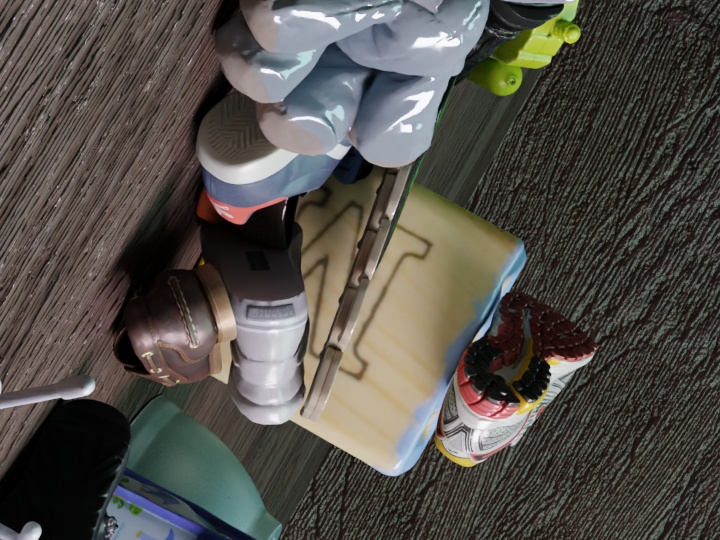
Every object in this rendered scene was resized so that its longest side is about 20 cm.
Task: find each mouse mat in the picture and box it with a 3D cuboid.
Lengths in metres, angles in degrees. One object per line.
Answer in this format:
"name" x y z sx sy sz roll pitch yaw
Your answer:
"mouse mat" 0.054 -0.106 1.526 0.200 0.008 0.161 114 -1 -58

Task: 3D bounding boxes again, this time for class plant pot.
"plant pot" -0.144 0.216 1.761 0.200 0.134 0.200 -60 174 -10

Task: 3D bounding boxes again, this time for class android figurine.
"android figurine" 0.116 -0.228 1.773 0.200 0.041 0.182 32 -66 57

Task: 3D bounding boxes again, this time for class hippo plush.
"hippo plush" 0.000 -0.178 1.330 0.200 0.159 0.161 -48 -144 41

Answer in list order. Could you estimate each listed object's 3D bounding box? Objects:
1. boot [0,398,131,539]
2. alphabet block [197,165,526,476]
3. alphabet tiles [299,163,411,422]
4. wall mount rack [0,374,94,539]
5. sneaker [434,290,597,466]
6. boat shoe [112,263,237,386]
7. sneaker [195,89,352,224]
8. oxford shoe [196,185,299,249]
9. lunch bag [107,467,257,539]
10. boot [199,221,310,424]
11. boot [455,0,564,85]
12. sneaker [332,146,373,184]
"boot" -0.204 0.198 1.434 0.168 0.076 0.200 105 8 -51
"alphabet block" -0.008 0.021 1.705 0.197 0.200 0.195 -61 175 -1
"alphabet tiles" 0.000 0.000 1.499 0.196 0.015 0.200 114 -5 -80
"wall mount rack" -0.202 0.125 1.125 0.200 0.074 0.174 -58 173 -38
"sneaker" 0.103 0.076 1.630 0.082 0.078 0.200 -60 166 28
"boat shoe" -0.125 0.038 1.459 0.070 0.070 0.200 -22 171 -10
"sneaker" -0.021 -0.098 1.432 0.200 0.075 0.085 -31 151 -24
"oxford shoe" -0.034 -0.108 1.492 0.200 0.072 0.071 -64 173 18
"lunch bag" -0.138 0.252 1.606 0.170 0.200 0.127 -61 -176 1
"boot" -0.072 0.030 1.528 0.200 0.073 0.096 -100 -168 -69
"boot" 0.081 -0.255 1.719 0.158 0.079 0.211 -26 -119 61
"sneaker" 0.026 -0.141 1.519 0.083 0.071 0.200 2 122 -36
